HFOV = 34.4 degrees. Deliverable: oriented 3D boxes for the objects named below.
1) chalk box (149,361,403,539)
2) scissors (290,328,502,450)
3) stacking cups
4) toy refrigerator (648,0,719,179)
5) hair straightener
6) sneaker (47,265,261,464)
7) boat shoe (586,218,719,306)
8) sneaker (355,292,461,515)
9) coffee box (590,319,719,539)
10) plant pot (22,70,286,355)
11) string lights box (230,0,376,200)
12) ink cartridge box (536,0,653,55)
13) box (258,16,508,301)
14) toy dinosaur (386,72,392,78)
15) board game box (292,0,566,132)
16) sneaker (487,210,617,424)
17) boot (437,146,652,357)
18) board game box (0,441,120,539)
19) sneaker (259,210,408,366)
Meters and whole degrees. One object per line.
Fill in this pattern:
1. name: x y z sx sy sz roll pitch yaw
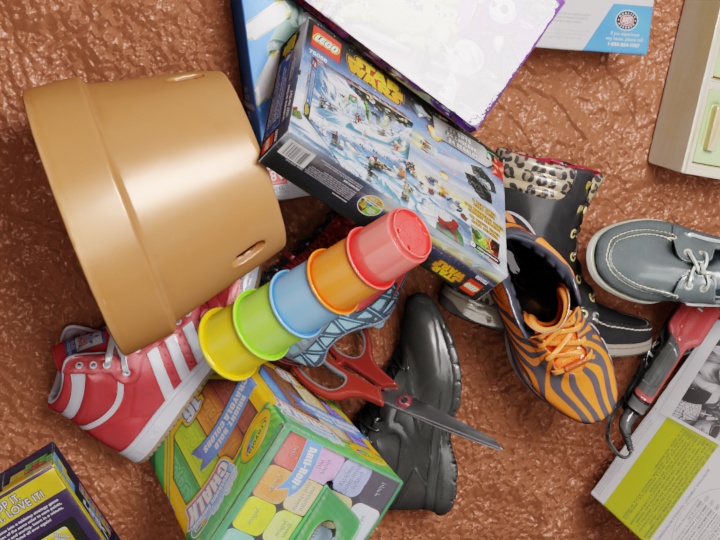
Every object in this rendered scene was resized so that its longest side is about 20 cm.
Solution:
1. chalk box: -0.063 0.166 0.903 0.124 0.200 0.125 31 95 -30
2. scissors: 0.022 0.107 0.940 0.073 0.200 0.014 -37 142 -19
3. stacking cups: -0.031 0.014 0.832 0.199 0.061 0.061 -31 113 34
4. toy refrigerator: 0.315 -0.180 0.992 0.075 0.070 0.201 8 102 -16
5. hair straightener: 0.272 0.083 1.036 0.041 0.077 0.201 30 71 6
6. sneaker: -0.170 0.050 0.928 0.112 0.071 0.201 32 96 -22
7. boat shoe: 0.284 -0.005 0.975 0.199 0.062 0.073 9 82 -22
8. sneaker: 0.038 0.119 0.997 0.090 0.076 0.202 -1 102 -8
9. coffee box: 0.367 0.203 1.014 0.199 0.198 0.200 35 93 -29
10. plant pot: -0.142 -0.057 0.842 0.139 0.200 0.201 -22 107 -9
11. string lights box: -0.043 -0.163 0.913 0.102 0.059 0.201 -11 106 -14
12. ink cartridge box: 0.178 -0.279 0.935 0.114 0.068 0.202 1 103 -15
13. box: 0.023 -0.081 0.852 0.199 0.137 0.040 32 129 -23
14. toy dinosaur: 0.055 -0.178 0.926 0.047 0.088 0.201 26 95 11
15. board game box: 0.038 -0.209 0.858 0.199 0.032 0.120 35 83 -7
16. sneaker: 0.148 0.050 0.916 0.077 0.112 0.201 -34 102 4
17. boot: 0.177 -0.014 1.000 0.199 0.073 0.152 14 100 -11
18. board game box: -0.295 0.264 0.957 0.199 0.057 0.166 -30 106 -5
19. sneaker: 0.000 0.000 0.964 0.200 0.079 0.096 -39 127 -4
